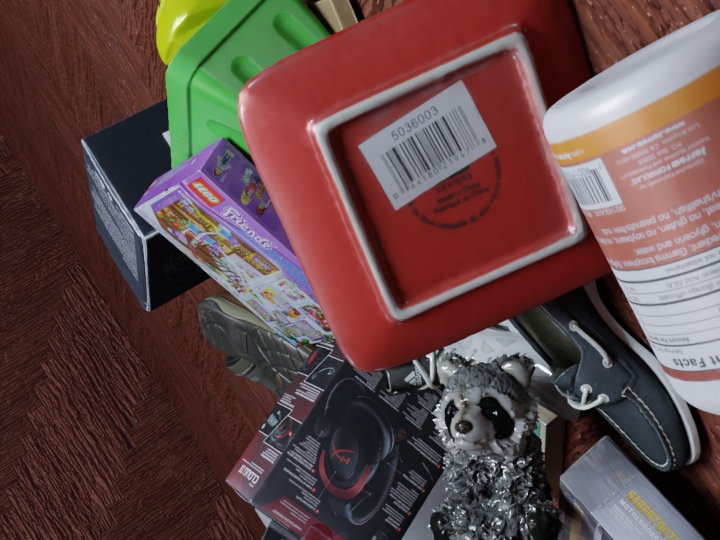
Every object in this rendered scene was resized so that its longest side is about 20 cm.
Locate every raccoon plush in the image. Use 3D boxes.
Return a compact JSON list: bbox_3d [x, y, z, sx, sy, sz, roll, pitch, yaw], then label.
[{"bbox_3d":[0.099,0.133,0.729,0.200,0.095,0.137,49,-140,-78],"label":"raccoon plush"}]

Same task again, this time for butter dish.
[{"bbox_3d":[0.043,-0.073,0.608,0.148,0.197,0.202,-111,-3,-68],"label":"butter dish"}]

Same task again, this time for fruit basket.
[{"bbox_3d":[-0.118,-0.170,0.805,0.214,0.156,0.217,32,155,17],"label":"fruit basket"}]

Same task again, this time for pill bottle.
[{"bbox_3d":[0.175,-0.009,0.444,0.202,0.111,0.112,61,159,-7],"label":"pill bottle"}]

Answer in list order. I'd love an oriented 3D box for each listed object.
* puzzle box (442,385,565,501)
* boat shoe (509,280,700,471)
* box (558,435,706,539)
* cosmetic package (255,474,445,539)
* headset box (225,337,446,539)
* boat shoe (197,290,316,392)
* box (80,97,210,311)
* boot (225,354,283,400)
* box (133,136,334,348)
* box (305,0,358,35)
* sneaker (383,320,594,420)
[{"bbox_3d":[0.108,0.112,0.883,0.200,0.025,0.134,42,153,37],"label":"puzzle box"},{"bbox_3d":[0.151,0.059,0.660,0.201,0.060,0.076,54,157,11],"label":"boat shoe"},{"bbox_3d":[0.214,0.223,0.708,0.159,0.048,0.201,48,169,28],"label":"box"},{"bbox_3d":[0.022,0.288,1.074,0.201,0.198,0.123,56,159,6],"label":"cosmetic package"},{"bbox_3d":[-0.012,0.167,0.860,0.148,0.201,0.075,39,167,-23],"label":"headset box"},{"bbox_3d":[-0.084,0.069,1.026,0.198,0.074,0.077,29,134,27],"label":"boat shoe"},{"bbox_3d":[-0.164,-0.083,0.989,0.125,0.198,0.197,54,158,14],"label":"box"},{"bbox_3d":[-0.058,0.105,1.163,0.199,0.184,0.072,38,148,-25],"label":"boot"},{"bbox_3d":[-0.082,-0.015,0.816,0.200,0.039,0.136,43,150,-21],"label":"box"},{"bbox_3d":[-0.013,-0.131,0.828,0.163,0.021,0.202,14,131,62],"label":"box"},{"bbox_3d":[0.085,0.083,0.768,0.200,0.115,0.077,33,148,48],"label":"sneaker"}]
